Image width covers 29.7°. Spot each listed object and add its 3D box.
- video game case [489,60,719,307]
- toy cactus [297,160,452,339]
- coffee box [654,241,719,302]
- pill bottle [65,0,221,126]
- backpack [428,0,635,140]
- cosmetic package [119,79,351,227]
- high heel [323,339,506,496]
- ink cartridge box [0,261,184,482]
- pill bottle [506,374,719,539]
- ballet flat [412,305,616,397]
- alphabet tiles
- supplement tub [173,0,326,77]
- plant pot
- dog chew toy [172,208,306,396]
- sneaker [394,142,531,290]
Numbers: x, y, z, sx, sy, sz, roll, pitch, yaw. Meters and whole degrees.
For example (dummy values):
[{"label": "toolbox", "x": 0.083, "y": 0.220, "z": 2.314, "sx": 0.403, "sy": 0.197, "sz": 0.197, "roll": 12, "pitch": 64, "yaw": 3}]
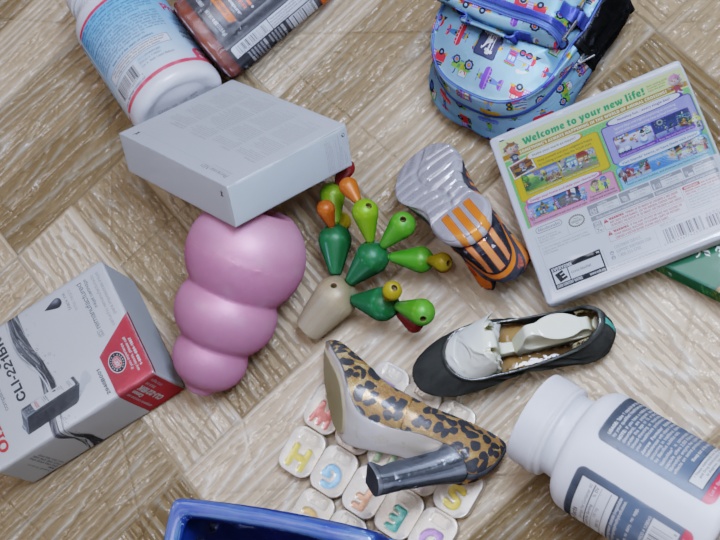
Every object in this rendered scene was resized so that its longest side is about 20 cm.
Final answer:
[{"label": "video game case", "x": 0.244, "y": -0.082, "z": 1.299, "sx": 0.199, "sy": 0.022, "sz": 0.183, "roll": -22, "pitch": 69, "yaw": 13}, {"label": "toy cactus", "x": 0.000, "y": 0.000, "z": 1.375, "sx": 0.165, "sy": 0.102, "sz": 0.200, "roll": -48, "pitch": 67, "yaw": 20}, {"label": "coffee box", "x": 0.301, "y": -0.061, "z": 1.310, "sx": 0.200, "sy": 0.044, "sz": 0.123, "roll": 30, "pitch": 84, "yaw": 23}, {"label": "pill bottle", "x": -0.246, "y": -0.250, "z": 1.505, "sx": 0.109, "sy": 0.109, "sz": 0.200, "roll": -37, "pitch": 67, "yaw": 4}, {"label": "backpack", "x": 0.151, "y": -0.239, "z": 1.365, "sx": 0.182, "sy": 0.135, "sz": 0.200, "roll": 30, "pitch": 87, "yaw": 24}, {"label": "cosmetic package", "x": -0.129, "y": -0.124, "z": 1.389, "sx": 0.150, "sy": 0.052, "sz": 0.200, "roll": -28, "pitch": 36, "yaw": -30}, {"label": "high heel", "x": 0.048, "y": 0.134, "z": 1.327, "sx": 0.142, "sy": 0.072, "sz": 0.200, "roll": -7, "pitch": 44, "yaw": -20}, {"label": "ink cartridge box", "x": -0.310, "y": 0.109, "z": 1.429, "sx": 0.200, "sy": 0.084, "sz": 0.145, "roll": -32, "pitch": 68, "yaw": 6}, {"label": "pill bottle", "x": 0.238, "y": 0.180, "z": 1.216, "sx": 0.200, "sy": 0.120, "sz": 0.120, "roll": 31, "pitch": 85, "yaw": 23}, {"label": "ballet flat", "x": 0.143, "y": 0.067, "z": 1.293, "sx": 0.199, "sy": 0.068, "sz": 0.068, "roll": -15, "pitch": 64, "yaw": 3}, {"label": "alphabet tiles", "x": 0.019, "y": 0.197, "z": 1.337, "sx": 0.200, "sy": 0.015, "sz": 0.196, "roll": 29, "pitch": 84, "yaw": 23}, {"label": "supplement tub", "x": -0.099, "y": -0.310, "z": 1.478, "sx": 0.200, "sy": 0.107, "sz": 0.107, "roll": -40, "pitch": 66, "yaw": 2}, {"label": "plant pot", "x": -0.064, "y": 0.319, "z": 1.231, "sx": 0.199, "sy": 0.180, "sz": 0.201, "roll": 6, "pitch": 81, "yaw": 18}, {"label": "dog chew toy", "x": -0.133, "y": 0.031, "z": 1.381, "sx": 0.124, "sy": 0.124, "sz": 0.201, "roll": 24, "pitch": 100, "yaw": 22}, {"label": "sneaker", "x": 0.102, "y": -0.045, "z": 1.353, "sx": 0.077, "sy": 0.112, "sz": 0.200, "roll": -35, "pitch": 33, "yaw": 8}]
